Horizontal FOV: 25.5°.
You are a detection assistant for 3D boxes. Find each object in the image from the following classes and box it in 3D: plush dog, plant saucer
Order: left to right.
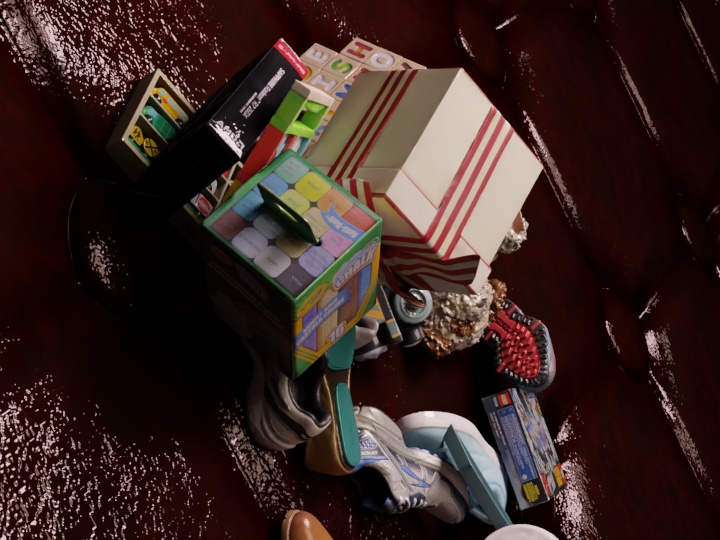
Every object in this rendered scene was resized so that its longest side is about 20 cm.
[{"bbox_3d":[0.101,0.015,1.898,0.200,0.160,0.173,-30,114,-44],"label":"plush dog"},{"bbox_3d":[0.140,0.253,1.753,0.200,0.019,0.070,57,4,-40],"label":"plant saucer"}]

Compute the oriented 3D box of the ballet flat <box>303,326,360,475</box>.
[{"bbox_3d":[-0.040,0.109,1.623,0.069,0.063,0.202,16,69,-61],"label":"ballet flat"}]

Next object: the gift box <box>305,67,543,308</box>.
[{"bbox_3d":[0.054,-0.085,1.585,0.184,0.199,0.187,42,68,-29],"label":"gift box"}]

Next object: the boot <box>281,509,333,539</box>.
[{"bbox_3d":[0.021,0.303,1.524,0.077,0.155,0.201,-27,93,-59],"label":"boot"}]

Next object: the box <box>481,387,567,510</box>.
[{"bbox_3d":[0.202,0.211,1.929,0.200,0.040,0.138,9,62,-76],"label":"box"}]

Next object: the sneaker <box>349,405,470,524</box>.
[{"bbox_3d":[0.037,0.230,1.697,0.200,0.077,0.086,38,50,-28],"label":"sneaker"}]

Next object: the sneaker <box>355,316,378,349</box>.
[{"bbox_3d":[-0.042,-0.003,1.679,0.075,0.087,0.201,-59,129,-63],"label":"sneaker"}]

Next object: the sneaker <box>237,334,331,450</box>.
[{"bbox_3d":[-0.070,0.074,1.582,0.075,0.087,0.202,2,74,-50],"label":"sneaker"}]

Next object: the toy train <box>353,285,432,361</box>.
[{"bbox_3d":[0.000,0.000,1.753,0.113,0.085,0.201,-23,97,-16],"label":"toy train"}]

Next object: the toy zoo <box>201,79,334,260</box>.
[{"bbox_3d":[-0.095,-0.090,1.547,0.020,0.201,0.131,33,6,6],"label":"toy zoo"}]

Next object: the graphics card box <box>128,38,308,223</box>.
[{"bbox_3d":[-0.135,-0.138,1.551,0.051,0.125,0.200,48,33,-11],"label":"graphics card box"}]

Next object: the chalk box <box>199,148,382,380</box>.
[{"bbox_3d":[-0.064,-0.017,1.476,0.124,0.200,0.124,40,65,18],"label":"chalk box"}]

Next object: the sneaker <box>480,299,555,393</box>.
[{"bbox_3d":[0.214,0.102,1.965,0.095,0.079,0.200,40,10,-21],"label":"sneaker"}]

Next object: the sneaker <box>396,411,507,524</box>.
[{"bbox_3d":[0.112,0.227,1.801,0.200,0.074,0.082,37,37,-40],"label":"sneaker"}]

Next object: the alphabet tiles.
[{"bbox_3d":[-0.023,-0.183,1.740,0.200,0.166,0.008,-47,150,-32],"label":"alphabet tiles"}]

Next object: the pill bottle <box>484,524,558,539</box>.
[{"bbox_3d":[0.189,0.370,1.743,0.200,0.111,0.113,68,18,-52],"label":"pill bottle"}]

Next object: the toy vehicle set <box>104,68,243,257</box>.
[{"bbox_3d":[-0.170,-0.094,1.621,0.200,0.026,0.125,49,35,-27],"label":"toy vehicle set"}]
